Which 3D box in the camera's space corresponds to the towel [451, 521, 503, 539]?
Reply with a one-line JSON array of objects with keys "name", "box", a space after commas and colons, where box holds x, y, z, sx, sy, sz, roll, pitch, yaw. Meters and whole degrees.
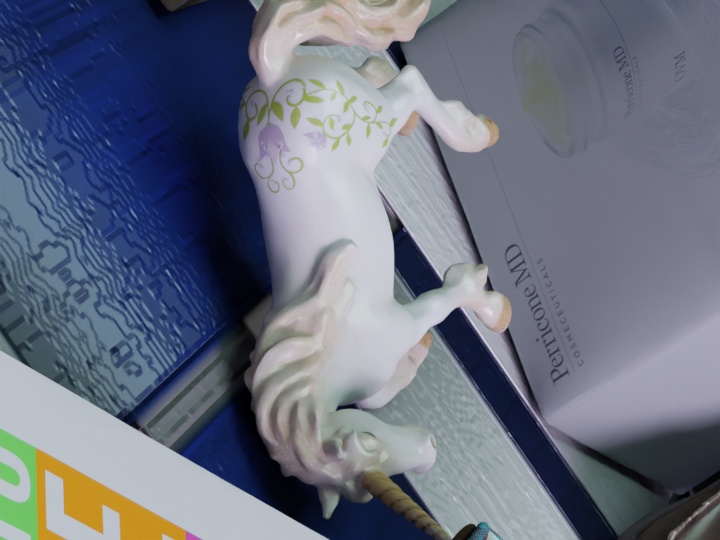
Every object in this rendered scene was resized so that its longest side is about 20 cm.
[{"name": "towel", "box": [0.066, 0.188, 0.793, 0.200, 0.022, 0.147, 51, 43, -16]}]

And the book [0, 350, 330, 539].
[{"name": "book", "box": [-0.065, 0.099, 0.653, 0.200, 0.048, 0.134, 32, 37, -41]}]

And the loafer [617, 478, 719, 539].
[{"name": "loafer", "box": [0.157, 0.103, 1.070, 0.073, 0.071, 0.200, 55, 38, -2]}]

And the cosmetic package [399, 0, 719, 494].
[{"name": "cosmetic package", "box": [0.148, -0.053, 1.142, 0.123, 0.200, 0.200, 27, 35, -49]}]

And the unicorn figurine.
[{"name": "unicorn figurine", "box": [0.000, 0.000, 0.913, 0.137, 0.074, 0.201, -5, 71, -57]}]

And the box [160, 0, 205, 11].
[{"name": "box", "box": [-0.095, -0.192, 1.038, 0.201, 0.032, 0.121, 58, 20, -1]}]

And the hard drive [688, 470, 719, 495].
[{"name": "hard drive", "box": [0.184, 0.099, 1.232, 0.139, 0.038, 0.201, 28, 35, -52]}]
